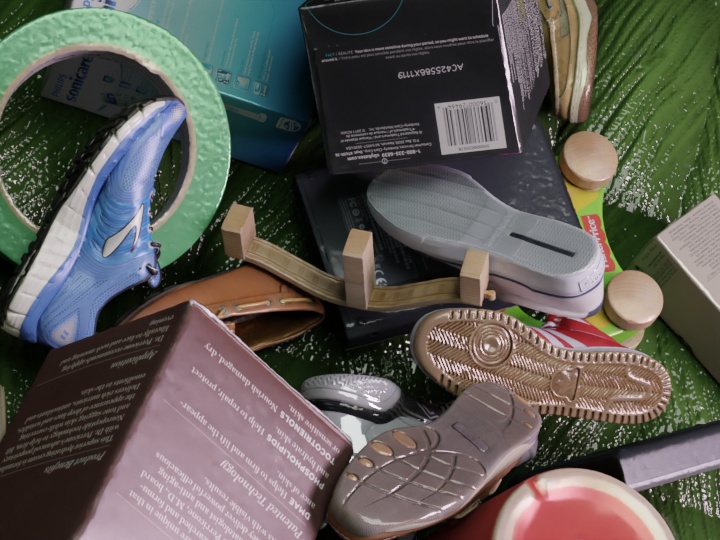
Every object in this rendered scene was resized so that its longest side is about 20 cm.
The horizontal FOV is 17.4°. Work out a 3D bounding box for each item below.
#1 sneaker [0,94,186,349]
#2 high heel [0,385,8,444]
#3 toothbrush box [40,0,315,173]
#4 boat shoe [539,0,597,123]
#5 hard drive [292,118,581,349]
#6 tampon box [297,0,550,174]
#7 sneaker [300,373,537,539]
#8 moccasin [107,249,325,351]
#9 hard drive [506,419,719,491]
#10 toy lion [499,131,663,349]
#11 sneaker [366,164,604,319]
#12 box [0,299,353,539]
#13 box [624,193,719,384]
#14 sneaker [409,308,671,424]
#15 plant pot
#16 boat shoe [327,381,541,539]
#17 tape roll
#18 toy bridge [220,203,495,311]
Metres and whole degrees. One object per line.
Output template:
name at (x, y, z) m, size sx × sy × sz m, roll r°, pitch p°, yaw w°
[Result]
sneaker at (-0.172, -0.031, 1.647) m, size 0.089 × 0.079 × 0.201 m, roll 30°, pitch 86°, yaw -16°
high heel at (-0.314, 0.086, 1.609) m, size 0.142 × 0.071 × 0.201 m, roll -6°, pitch 68°, yaw -10°
toothbrush box at (-0.130, -0.181, 1.812) m, size 0.199 × 0.085 × 0.147 m, roll 17°, pitch 58°, yaw -13°
boat shoe at (0.156, -0.206, 1.961) m, size 0.076 × 0.072 × 0.201 m, roll 4°, pitch 52°, yaw -3°
hard drive at (0.063, -0.031, 1.785) m, size 0.199 × 0.033 × 0.140 m, roll -14°, pitch 68°, yaw -11°
tampon box at (0.053, -0.164, 1.768) m, size 0.149 × 0.127 × 0.200 m, roll -6°, pitch 16°, yaw 13°
sneaker at (0.040, 0.147, 1.703) m, size 0.199 × 0.075 × 0.115 m, roll 15°, pitch 72°, yaw -32°
moccasin at (-0.112, 0.052, 1.699) m, size 0.201 × 0.074 × 0.078 m, roll -20°, pitch 61°, yaw -40°
hard drive at (0.225, 0.136, 1.726) m, size 0.199 × 0.139 × 0.033 m, roll -11°, pitch 84°, yaw -33°
toy lion at (0.118, -0.024, 1.842) m, size 0.191 × 0.069 × 0.201 m, roll -8°, pitch 65°, yaw -18°
sneaker at (0.089, -0.014, 1.717) m, size 0.200 × 0.071 × 0.073 m, roll 27°, pitch 59°, yaw 31°
box at (-0.140, 0.157, 1.537) m, size 0.164 × 0.166 × 0.200 m, roll 44°, pitch 52°, yaw -26°
box at (0.309, 0.043, 1.869) m, size 0.082 × 0.068 × 0.200 m, roll -32°, pitch 77°, yaw -32°
sneaker at (0.117, 0.063, 1.725) m, size 0.199 × 0.112 × 0.072 m, roll 14°, pitch 96°, yaw -19°
plant pot at (0.123, 0.234, 1.620) m, size 0.200 × 0.177 × 0.201 m, roll 10°, pitch 58°, yaw -16°
boat shoe at (0.049, 0.144, 1.594) m, size 0.076 × 0.072 × 0.200 m, roll 43°, pitch 40°, yaw 22°
tape roll at (-0.195, -0.088, 1.703) m, size 0.200 × 0.048 × 0.201 m, roll 0°, pitch 89°, yaw -11°
toy bridge at (0.000, 0.000, 1.693) m, size 0.199 × 0.067 × 0.027 m, roll 11°, pitch 53°, yaw 12°
